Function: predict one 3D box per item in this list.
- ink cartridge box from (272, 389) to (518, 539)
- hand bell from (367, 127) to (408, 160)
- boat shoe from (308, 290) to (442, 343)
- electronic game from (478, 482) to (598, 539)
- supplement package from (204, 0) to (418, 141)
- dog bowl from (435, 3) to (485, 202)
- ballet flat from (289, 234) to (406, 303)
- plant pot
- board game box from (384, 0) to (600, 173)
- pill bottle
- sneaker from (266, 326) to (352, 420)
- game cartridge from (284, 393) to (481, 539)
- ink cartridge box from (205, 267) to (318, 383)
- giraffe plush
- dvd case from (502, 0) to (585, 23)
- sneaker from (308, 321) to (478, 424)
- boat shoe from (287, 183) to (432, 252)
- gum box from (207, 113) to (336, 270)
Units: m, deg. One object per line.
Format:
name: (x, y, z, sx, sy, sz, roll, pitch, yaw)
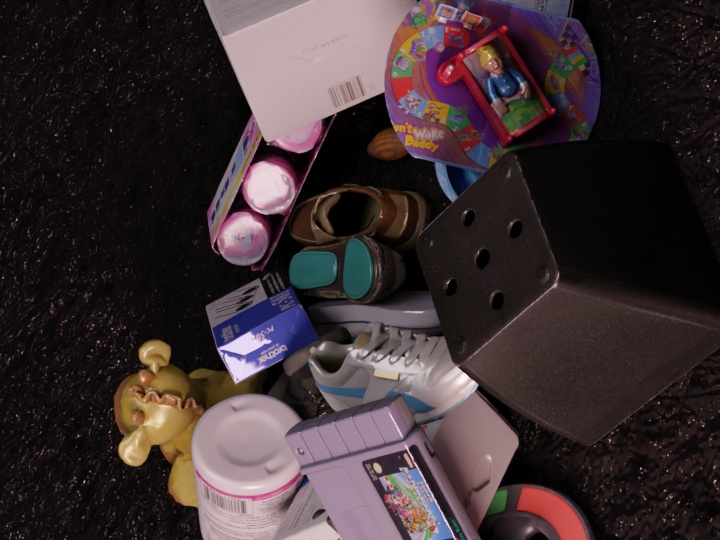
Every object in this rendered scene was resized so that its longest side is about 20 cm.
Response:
ink cartridge box: (0.031, 0.200, 1.695, 0.200, 0.084, 0.146, -30, 20, 42)
hand bell: (0.060, -0.134, 1.830, 0.200, 0.104, 0.105, -9, 73, 63)
boat shoe: (0.025, 0.062, 1.822, 0.199, 0.071, 0.070, -4, 102, 48)
electronic game: (0.120, 0.275, 1.605, 0.199, 0.042, 0.201, -26, 43, 26)
supplement package: (-0.055, -0.272, 1.863, 0.190, 0.147, 0.200, -22, 45, -2)
dog bowl: (0.117, -0.144, 1.714, 0.050, 0.111, 0.201, 164, 103, -69)
ballet flat: (0.000, 0.000, 1.840, 0.200, 0.075, 0.068, -2, 85, 63)
plant pot: (0.166, 0.005, 1.564, 0.200, 0.177, 0.200, -42, 50, 35)
board game box: (0.121, -0.167, 1.658, 0.039, 0.199, 0.159, 141, 141, -82)
pill bottle: (-0.105, 0.223, 1.826, 0.201, 0.113, 0.114, 91, 160, -49)
sneaker: (-0.031, 0.131, 1.820, 0.114, 0.076, 0.200, 57, 153, 16)
game cartridge: (0.030, 0.207, 1.574, 0.129, 0.038, 0.201, -18, 104, 44)
ink cartridge box: (-0.102, 0.053, 1.887, 0.094, 0.044, 0.200, -28, 13, -2)
giraffe plush: (-0.192, 0.155, 1.976, 0.200, 0.162, 0.173, -36, 53, 40)
dvd case: (0.145, -0.266, 1.795, 0.200, 0.017, 0.144, 7, 84, 53)
sneaker: (0.035, 0.088, 1.666, 0.199, 0.081, 0.077, -18, 27, 40)
boat shoe: (-0.013, -0.058, 1.887, 0.200, 0.074, 0.076, -3, 77, 51)
gum box: (-0.099, -0.108, 1.982, 0.114, 0.066, 0.201, -105, 39, -68)
